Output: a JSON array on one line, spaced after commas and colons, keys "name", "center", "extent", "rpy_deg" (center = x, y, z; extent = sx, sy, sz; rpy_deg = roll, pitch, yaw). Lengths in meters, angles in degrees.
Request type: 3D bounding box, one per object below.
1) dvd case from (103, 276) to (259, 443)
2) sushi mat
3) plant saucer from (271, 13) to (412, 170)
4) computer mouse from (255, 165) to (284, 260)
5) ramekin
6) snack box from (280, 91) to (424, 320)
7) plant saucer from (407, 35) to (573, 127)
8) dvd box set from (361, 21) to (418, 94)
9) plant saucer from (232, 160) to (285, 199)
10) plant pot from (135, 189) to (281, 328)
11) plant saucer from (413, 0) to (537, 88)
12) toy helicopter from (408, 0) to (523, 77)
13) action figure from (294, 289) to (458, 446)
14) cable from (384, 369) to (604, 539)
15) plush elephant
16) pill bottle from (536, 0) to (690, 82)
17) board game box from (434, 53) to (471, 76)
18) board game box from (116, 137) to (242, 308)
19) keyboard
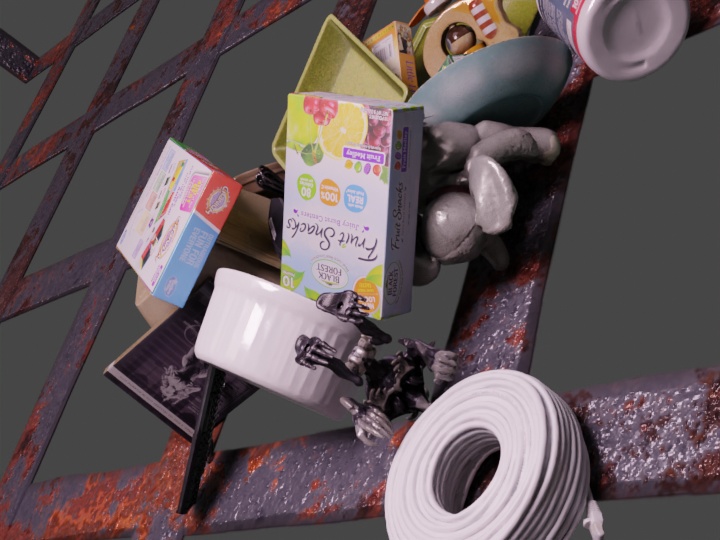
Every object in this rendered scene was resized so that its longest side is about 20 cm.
[{"name": "dvd case", "center": [-0.195, 0.113, 1.372], "extent": [0.199, 0.148, 0.016], "rpy_deg": [-39, 23, 23]}, {"name": "sushi mat", "center": [-0.104, -0.030, 1.346], "extent": [0.012, 0.198, 0.096], "rpy_deg": [-55, 28, 21]}, {"name": "plant saucer", "center": [-0.015, -0.177, 1.376], "extent": [0.200, 0.047, 0.202], "rpy_deg": [51, 124, 41]}, {"name": "computer mouse", "center": [-0.063, -0.034, 1.350], "extent": [0.046, 0.140, 0.201], "rpy_deg": [-46, 39, 15]}, {"name": "ramekin", "center": [-0.081, 0.083, 1.201], "extent": [0.200, 0.199, 0.099], "rpy_deg": [10, 73, 57]}, {"name": "snack box", "center": [-0.011, -0.067, 1.106], "extent": [0.141, 0.053, 0.203], "rpy_deg": [16, 109, 41]}, {"name": "plant saucer", "center": [0.138, -0.170, 1.188], "extent": [0.200, 0.200, 0.039], "rpy_deg": [-34, 65, 30]}, {"name": "dvd box set", "center": [0.020, -0.186, 1.398], "extent": [0.146, 0.029, 0.203], "rpy_deg": [-23, 69, 51]}, {"name": "plant saucer", "center": [-0.150, -0.095, 1.532], "extent": [0.199, 0.199, 0.030], "rpy_deg": [-30, 81, 35]}, {"name": "plant pot", "center": [-0.173, 0.010, 1.420], "extent": [0.199, 0.176, 0.201], "rpy_deg": [-39, 32, 24]}, {"name": "plant saucer", "center": [0.109, -0.256, 1.412], "extent": [0.199, 0.048, 0.202], "rpy_deg": [-2, 58, 54]}, {"name": "toy helicopter", "center": [0.130, -0.302, 1.261], "extent": [0.079, 0.132, 0.202], "rpy_deg": [-22, -38, -62]}, {"name": "action figure", "center": [0.024, 0.102, 1.044], "extent": [0.119, 0.200, 0.102], "rpy_deg": [-52, 45, -2]}, {"name": "cable", "center": [0.103, 0.182, 0.957], "extent": [0.199, 0.069, 0.201], "rpy_deg": [-35, 35, 29]}, {"name": "plush elephant", "center": [0.105, -0.067, 1.135], "extent": [0.164, 0.199, 0.157], "rpy_deg": [-26, 60, 36]}, {"name": "pill bottle", "center": [0.252, -0.290, 1.189], "extent": [0.120, 0.119, 0.201], "rpy_deg": [-45, 31, 14]}, {"name": "board game box", "center": [0.099, -0.171, 1.235], "extent": [0.200, 0.104, 0.024], "rpy_deg": [-53, 52, 54]}, {"name": "board game box", "center": [-0.215, -0.060, 1.305], "extent": [0.154, 0.040, 0.200], "rpy_deg": [-62, 28, 5]}, {"name": "keyboard", "center": [-0.180, 0.180, 1.327], "extent": [0.127, 0.020, 0.203], "rpy_deg": [-83, 7, -80]}]
